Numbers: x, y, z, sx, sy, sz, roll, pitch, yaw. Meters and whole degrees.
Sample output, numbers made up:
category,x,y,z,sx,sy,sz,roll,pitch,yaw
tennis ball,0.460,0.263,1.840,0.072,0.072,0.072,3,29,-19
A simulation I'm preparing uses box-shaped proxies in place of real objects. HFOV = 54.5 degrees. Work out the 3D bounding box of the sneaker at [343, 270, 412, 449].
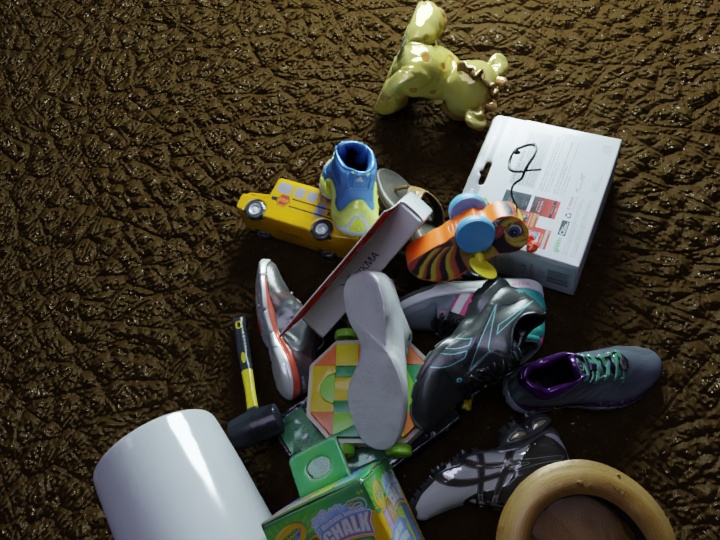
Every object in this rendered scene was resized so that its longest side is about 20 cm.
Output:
category,x,y,z,sx,sy,sz,roll,pitch,yaw
sneaker,0.033,0.101,0.809,0.075,0.088,0.202,-5,86,28

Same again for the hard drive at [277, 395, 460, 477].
category,x,y,z,sx,sy,sz,roll,pitch,yaw
hard drive,0.006,0.191,0.871,0.199,0.038,0.140,-35,63,-8

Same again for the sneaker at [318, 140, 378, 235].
category,x,y,z,sx,sy,sz,roll,pitch,yaw
sneaker,-0.009,-0.131,0.916,0.075,0.106,0.200,-1,31,-13

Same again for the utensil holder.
category,x,y,z,sx,sy,sz,roll,pitch,yaw
utensil holder,-0.192,0.286,0.789,0.169,0.170,0.200,-35,62,-7

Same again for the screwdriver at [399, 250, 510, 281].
category,x,y,z,sx,sy,sz,roll,pitch,yaw
screwdriver,0.114,-0.009,0.961,0.199,0.028,0.029,22,40,26

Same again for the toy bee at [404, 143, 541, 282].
category,x,y,z,sx,sy,sz,roll,pitch,yaw
toy bee,0.156,-0.040,0.832,0.199,0.109,0.132,-27,36,42

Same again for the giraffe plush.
category,x,y,z,sx,sy,sz,roll,pitch,yaw
giraffe plush,0.127,-0.283,1.023,0.161,0.200,0.173,23,101,-5

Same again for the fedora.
category,x,y,z,sx,sy,sz,roll,pitch,yaw
fedora,0.232,0.300,0.739,0.199,0.082,0.202,0,79,-2

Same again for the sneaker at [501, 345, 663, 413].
category,x,y,z,sx,sy,sz,roll,pitch,yaw
sneaker,0.270,0.124,0.815,0.199,0.088,0.075,-11,67,-6

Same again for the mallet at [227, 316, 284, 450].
category,x,y,z,sx,sy,sz,roll,pitch,yaw
mallet,-0.136,0.134,0.904,0.065,0.041,0.201,-16,47,7

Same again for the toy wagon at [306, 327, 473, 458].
category,x,y,z,sx,sy,sz,roll,pitch,yaw
toy wagon,0.036,0.145,0.845,0.198,0.040,0.156,-2,65,9

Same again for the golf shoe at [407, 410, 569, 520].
category,x,y,z,sx,sy,sz,roll,pitch,yaw
golf shoe,0.149,0.245,0.797,0.199,0.078,0.095,-30,63,-4

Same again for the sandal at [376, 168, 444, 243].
category,x,y,z,sx,sy,sz,roll,pitch,yaw
sandal,0.082,-0.075,0.949,0.055,0.081,0.201,-54,44,29

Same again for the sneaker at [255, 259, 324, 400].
category,x,y,z,sx,sy,sz,roll,pitch,yaw
sneaker,-0.090,0.074,0.938,0.081,0.077,0.201,-10,66,-18

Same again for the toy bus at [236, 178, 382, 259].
category,x,y,z,sx,sy,sz,roll,pitch,yaw
toy bus,-0.073,-0.075,0.998,0.199,0.065,0.079,17,68,18

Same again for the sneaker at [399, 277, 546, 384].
category,x,y,z,sx,sy,sz,roll,pitch,yaw
sneaker,0.140,0.083,0.878,0.198,0.084,0.121,-8,54,5

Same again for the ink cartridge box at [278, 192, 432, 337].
category,x,y,z,sx,sy,sz,roll,pitch,yaw
ink cartridge box,0.000,0.000,0.848,0.044,0.174,0.200,41,108,1

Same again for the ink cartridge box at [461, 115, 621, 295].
category,x,y,z,sx,sy,sz,roll,pitch,yaw
ink cartridge box,0.234,-0.094,0.942,0.175,0.084,0.201,18,69,20

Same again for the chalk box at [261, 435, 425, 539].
category,x,y,z,sx,sy,sz,roll,pitch,yaw
chalk box,-0.013,0.282,0.742,0.124,0.124,0.201,-29,80,10

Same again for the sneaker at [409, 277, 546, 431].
category,x,y,z,sx,sy,sz,roll,pitch,yaw
sneaker,0.129,0.099,0.781,0.079,0.075,0.200,29,77,33
